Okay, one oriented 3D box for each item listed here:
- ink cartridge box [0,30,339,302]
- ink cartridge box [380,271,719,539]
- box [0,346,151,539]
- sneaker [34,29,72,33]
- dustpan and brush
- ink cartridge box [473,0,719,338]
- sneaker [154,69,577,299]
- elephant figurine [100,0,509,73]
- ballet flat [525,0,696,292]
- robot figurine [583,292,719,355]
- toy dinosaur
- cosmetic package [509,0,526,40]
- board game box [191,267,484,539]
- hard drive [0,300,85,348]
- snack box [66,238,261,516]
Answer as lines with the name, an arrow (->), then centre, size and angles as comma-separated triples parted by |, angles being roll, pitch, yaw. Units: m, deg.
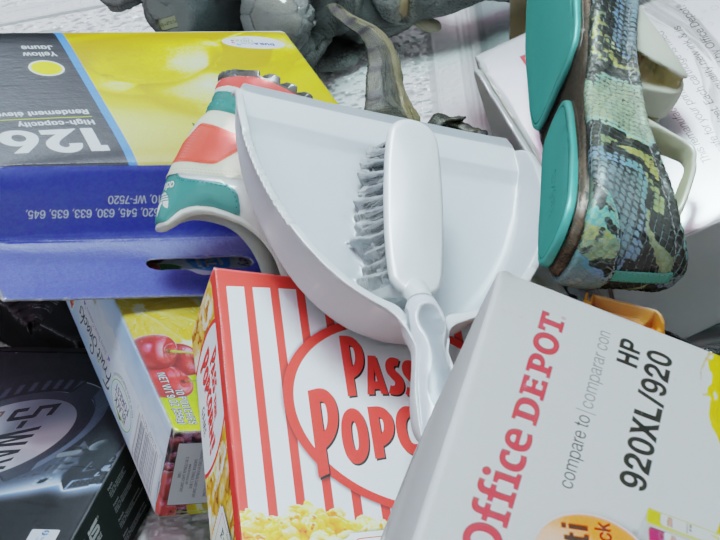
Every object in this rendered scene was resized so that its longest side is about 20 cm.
ink cartridge box -> -0.096, -0.056, 1.007 | 0.197, 0.047, 0.200 | -2, 30, -24
ink cartridge box -> 0.100, 0.125, 0.690 | 0.200, 0.145, 0.147 | 21, 41, 1
box -> -0.183, 0.112, 0.963 | 0.160, 0.044, 0.200 | 1, 36, 20
sneaker -> -0.222, -0.078, 1.228 | 0.200, 0.077, 0.082 | -32, 44, -24
dustpan and brush -> 0.020, 0.003, 0.847 | 0.139, 0.057, 0.200 | 10, 56, -19
ink cartridge box -> 0.172, -0.068, 0.970 | 0.200, 0.084, 0.145 | -24, 52, -4
sneaker -> 0.000, 0.000, 0.940 | 0.093, 0.200, 0.070 | -57, 8, -13
elephant figurine -> -0.019, -0.170, 1.267 | 0.200, 0.155, 0.142 | -30, -7, -40
ballet flat -> 0.107, -0.065, 0.897 | 0.074, 0.074, 0.200 | -6, 48, 11
robot figurine -> 0.145, 0.074, 0.829 | 0.200, 0.058, 0.145 | 22, 39, -1
toy dinosaur -> 0.029, -0.063, 1.116 | 0.088, 0.047, 0.200 | 14, 49, -20
cosmetic package -> 0.181, -0.110, 1.133 | 0.200, 0.071, 0.105 | -8, 34, 8
board game box -> 0.016, 0.092, 0.836 | 0.151, 0.046, 0.200 | 6, 44, -16
hard drive -> -0.114, -0.022, 1.139 | 0.140, 0.038, 0.200 | 22, 48, 41
snack box -> -0.050, 0.028, 0.977 | 0.142, 0.053, 0.200 | -1, 34, -24
